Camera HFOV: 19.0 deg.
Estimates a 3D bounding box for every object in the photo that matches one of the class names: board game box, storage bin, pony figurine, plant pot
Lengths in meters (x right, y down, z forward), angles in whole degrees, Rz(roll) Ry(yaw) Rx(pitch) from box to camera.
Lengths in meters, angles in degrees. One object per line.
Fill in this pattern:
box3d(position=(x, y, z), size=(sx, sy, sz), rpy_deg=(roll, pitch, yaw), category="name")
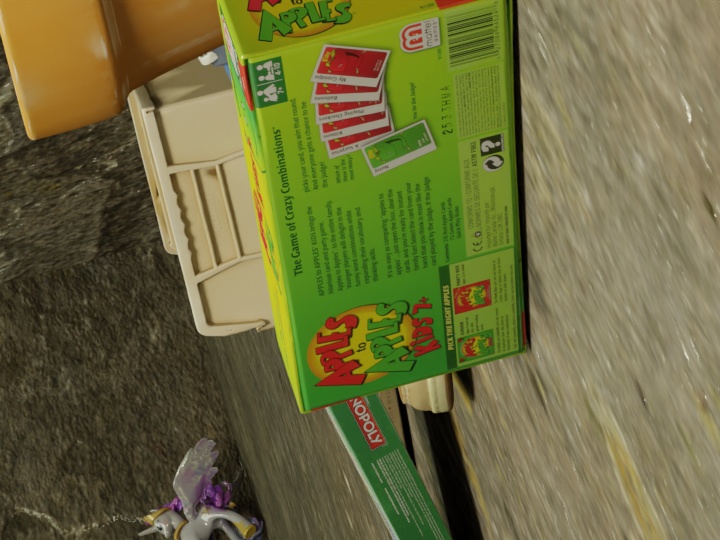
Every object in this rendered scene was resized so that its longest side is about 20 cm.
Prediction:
box3d(position=(0.009, -0.036, 0.845), size=(0.201, 0.101, 0.048), rpy_deg=(83, 170, -47), category="board game box")
box3d(position=(-0.119, -0.072, 1.719), size=(0.200, 0.093, 0.200), rpy_deg=(-124, 21, -67), category="storage bin")
box3d(position=(0.014, 0.113, 1.217), size=(0.201, 0.029, 0.135), rpy_deg=(63, 177, -16), category="board game box")
box3d(position=(-0.240, 0.384, 3.370), size=(0.200, 0.193, 0.167), rpy_deg=(36, 174, 39), category="pony figurine")
box3d(position=(-0.117, -0.190, 1.172), size=(0.200, 0.182, 0.202), rpy_deg=(165, 90, -82), category="plant pot")

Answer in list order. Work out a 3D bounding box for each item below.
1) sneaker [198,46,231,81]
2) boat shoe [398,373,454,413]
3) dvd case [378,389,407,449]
box3d(position=(-0.138, -0.189, 1.474), size=(0.081, 0.145, 0.202), rpy_deg=(-122, 19, -66), category="sneaker")
box3d(position=(0.000, 0.000, 1.134), size=(0.074, 0.062, 0.201), rpy_deg=(83, 169, -46), category="boat shoe")
box3d(position=(-0.001, 0.032, 1.392), size=(0.149, 0.016, 0.201), rpy_deg=(-113, 10, -56), category="dvd case")
